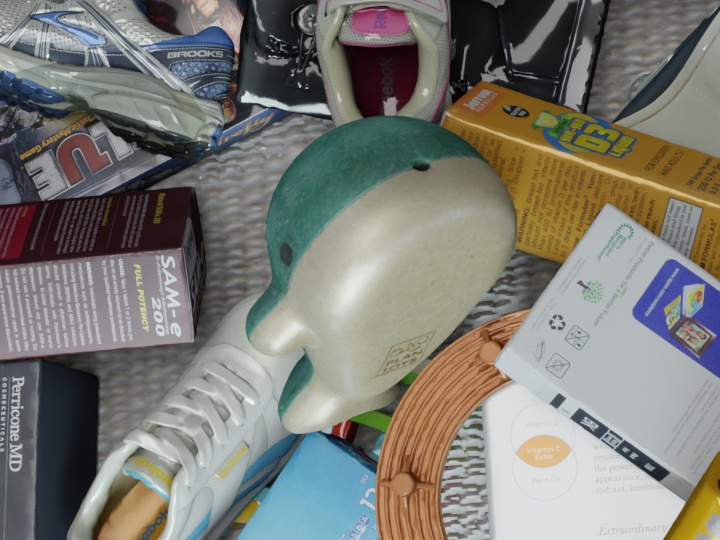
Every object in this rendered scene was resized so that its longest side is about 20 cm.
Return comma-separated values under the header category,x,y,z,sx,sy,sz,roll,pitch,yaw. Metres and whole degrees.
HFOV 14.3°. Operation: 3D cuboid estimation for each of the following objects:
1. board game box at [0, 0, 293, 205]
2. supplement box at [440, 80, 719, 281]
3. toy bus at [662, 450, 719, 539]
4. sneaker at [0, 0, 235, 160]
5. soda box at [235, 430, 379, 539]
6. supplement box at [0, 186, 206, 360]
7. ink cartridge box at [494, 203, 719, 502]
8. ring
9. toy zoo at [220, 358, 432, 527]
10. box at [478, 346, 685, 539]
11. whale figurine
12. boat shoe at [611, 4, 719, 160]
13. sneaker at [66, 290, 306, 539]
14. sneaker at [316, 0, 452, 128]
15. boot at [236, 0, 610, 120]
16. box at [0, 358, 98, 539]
category,x,y,z,sx,sy,sz,roll,pitch,yaw
board game box,-0.153,-0.110,1.675,0.200,0.035,0.136,-27,77,9
supplement box,0.137,-0.037,1.531,0.199,0.067,0.069,17,115,14
toy bus,0.177,0.159,1.393,0.078,0.065,0.200,31,115,5
sneaker,-0.162,-0.131,1.633,0.199,0.077,0.085,20,78,8
soda box,-0.049,0.188,1.571,0.068,0.064,0.200,35,91,16
supplement box,-0.191,0.005,1.608,0.199,0.109,0.061,-6,110,3
ink cartridge box,0.176,0.064,1.445,0.200,0.039,0.100,36,73,4
ring,0.103,0.116,1.479,0.200,0.019,0.201,-2,83,14
toy zoo,-0.029,0.133,1.618,0.131,0.020,0.201,17,87,15
box,0.151,0.139,1.529,0.152,0.106,0.201,-5,81,13
whale figurine,0.000,0.000,1.495,0.159,0.200,0.104,-20,60,-29
boat shoe,0.180,-0.085,1.573,0.075,0.062,0.200,35,113,4
sneaker,-0.089,0.098,1.586,0.076,0.081,0.200,32,90,18
sneaker,0.016,-0.146,1.528,0.081,0.088,0.201,-6,93,4
boot,0.038,-0.155,1.604,0.199,0.066,0.165,12,86,6
box,-0.251,0.154,1.626,0.182,0.104,0.201,-1,82,15
